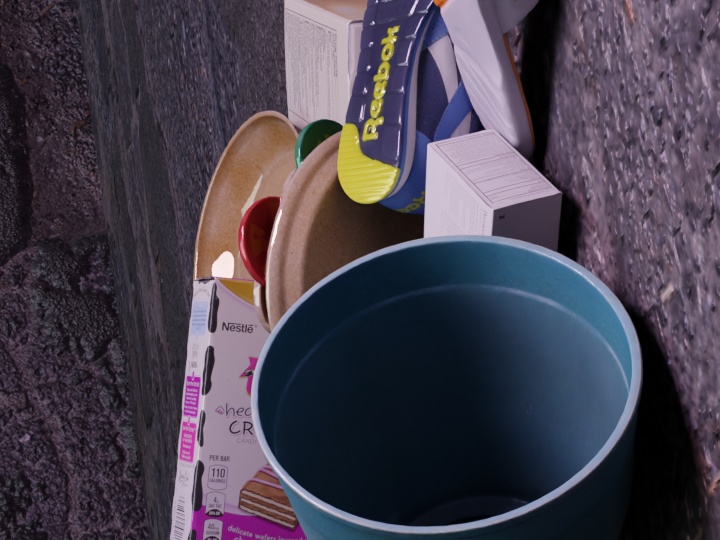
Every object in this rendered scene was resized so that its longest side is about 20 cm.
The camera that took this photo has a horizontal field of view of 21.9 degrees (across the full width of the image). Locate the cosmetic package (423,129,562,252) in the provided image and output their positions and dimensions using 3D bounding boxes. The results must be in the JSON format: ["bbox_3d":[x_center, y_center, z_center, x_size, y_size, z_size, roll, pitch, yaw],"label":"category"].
[{"bbox_3d":[0.076,0.024,1.116,0.083,0.051,0.200,-127,31,-49],"label":"cosmetic package"}]

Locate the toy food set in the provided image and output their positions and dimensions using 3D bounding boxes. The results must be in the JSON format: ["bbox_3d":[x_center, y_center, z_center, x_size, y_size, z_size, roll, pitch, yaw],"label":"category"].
[{"bbox_3d":[0.000,0.000,1.195,0.049,0.198,0.200,4,103,40],"label":"toy food set"}]

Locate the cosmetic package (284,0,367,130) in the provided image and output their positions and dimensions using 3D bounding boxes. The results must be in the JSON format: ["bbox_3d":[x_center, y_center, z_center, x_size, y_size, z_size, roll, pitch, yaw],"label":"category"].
[{"bbox_3d":[0.001,-0.143,1.346,0.200,0.071,0.105,-135,42,-69],"label":"cosmetic package"}]

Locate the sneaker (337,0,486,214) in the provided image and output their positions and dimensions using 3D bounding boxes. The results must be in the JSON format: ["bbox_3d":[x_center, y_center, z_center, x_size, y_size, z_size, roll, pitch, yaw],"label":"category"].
[{"bbox_3d":[0.047,-0.127,1.156,0.074,0.082,0.200,4,76,53],"label":"sneaker"}]

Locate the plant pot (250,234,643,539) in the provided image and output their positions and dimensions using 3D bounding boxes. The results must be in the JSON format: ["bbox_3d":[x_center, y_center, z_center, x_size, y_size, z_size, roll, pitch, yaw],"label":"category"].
[{"bbox_3d":[0.058,0.117,1.007,0.200,0.200,0.188,-110,5,-46],"label":"plant pot"}]

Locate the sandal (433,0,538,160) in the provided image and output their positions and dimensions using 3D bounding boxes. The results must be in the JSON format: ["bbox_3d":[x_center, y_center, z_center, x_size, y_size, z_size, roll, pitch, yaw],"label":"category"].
[{"bbox_3d":[0.078,-0.160,1.071,0.079,0.059,0.207,47,163,52],"label":"sandal"}]

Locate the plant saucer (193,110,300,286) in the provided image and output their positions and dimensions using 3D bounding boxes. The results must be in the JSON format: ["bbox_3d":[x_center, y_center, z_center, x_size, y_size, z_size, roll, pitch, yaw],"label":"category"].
[{"bbox_3d":[-0.070,-0.018,1.400,0.200,0.035,0.200,-27,59,57],"label":"plant saucer"}]

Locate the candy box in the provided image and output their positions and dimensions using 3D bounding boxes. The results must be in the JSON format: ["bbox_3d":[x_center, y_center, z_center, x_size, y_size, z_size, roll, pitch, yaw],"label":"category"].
[{"bbox_3d":[-0.051,0.109,1.258,0.061,0.136,0.200,173,102,-70],"label":"candy box"}]
